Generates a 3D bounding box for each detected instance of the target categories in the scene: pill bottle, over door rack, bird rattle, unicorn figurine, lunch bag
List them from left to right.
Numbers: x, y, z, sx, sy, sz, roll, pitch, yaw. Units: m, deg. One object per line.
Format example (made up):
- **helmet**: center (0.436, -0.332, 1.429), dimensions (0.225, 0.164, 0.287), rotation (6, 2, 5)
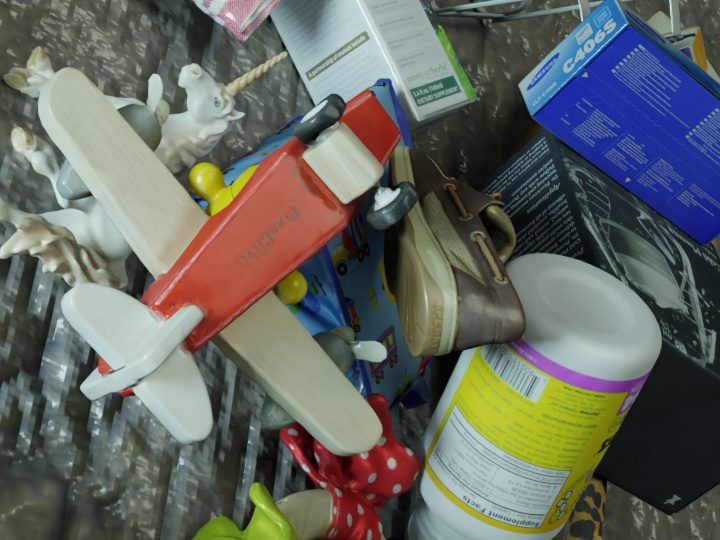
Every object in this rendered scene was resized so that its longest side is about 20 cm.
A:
- **unicorn figurine**: center (-0.145, -0.071, 0.840), dimensions (0.137, 0.074, 0.201), rotation (31, 65, -31)
- **bird rattle**: center (-0.029, 0.174, 0.822), dimensions (0.200, 0.112, 0.164), rotation (-29, 102, -63)
- **lunch bag**: center (0.000, 0.000, 0.935), dimensions (0.201, 0.094, 0.151), rotation (62, 34, -12)
- **pill bottle**: center (0.097, 0.097, 0.871), dimensions (0.104, 0.201, 0.105), rotation (17, 31, -10)
- **over door rack**: center (0.132, -0.219, 1.110), dimensions (0.147, 0.199, 0.067), rotation (-10, 109, -47)

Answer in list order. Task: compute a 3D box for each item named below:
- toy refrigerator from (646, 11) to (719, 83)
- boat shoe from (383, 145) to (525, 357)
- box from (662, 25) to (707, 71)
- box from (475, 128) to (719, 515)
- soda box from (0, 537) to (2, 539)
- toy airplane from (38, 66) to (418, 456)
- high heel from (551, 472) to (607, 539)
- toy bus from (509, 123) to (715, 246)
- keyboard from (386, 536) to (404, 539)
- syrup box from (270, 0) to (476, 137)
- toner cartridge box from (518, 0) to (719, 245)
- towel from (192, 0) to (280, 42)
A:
- **toy refrigerator**: center (0.282, -0.140, 1.254), dimensions (0.070, 0.076, 0.201), rotation (36, 23, -27)
- **boat shoe**: center (0.054, -0.014, 0.826), dimensions (0.071, 0.073, 0.200), rotation (0, 25, -6)
- **box**: center (0.209, -0.153, 1.130), dimensions (0.200, 0.118, 0.042), rotation (-47, 123, -68)
- **box**: center (0.179, 0.036, 1.027), dimensions (0.199, 0.124, 0.197), rotation (31, 33, -31)
- **soda box**: center (-0.195, 0.153, 0.650), dimensions (0.201, 0.070, 0.063), rotation (57, 40, -5)
- **toy airplane**: center (-0.076, -0.001, 0.767), dimensions (0.198, 0.141, 0.202), rotation (2, 89, -22)
- **high heel**: center (0.167, 0.211, 0.989), dimensions (0.142, 0.071, 0.201), rotation (-17, 72, -43)
- **toy bus**: center (0.213, -0.063, 1.200), dimensions (0.200, 0.065, 0.079), rotation (37, 46, -26)
- **keyboard**: center (0.044, 0.269, 0.873), dimensions (0.103, 0.040, 0.201), rotation (17, 54, -11)
- **syrup box**: center (-0.007, -0.188, 1.030), dimensions (0.079, 0.081, 0.201), rotation (-24, 88, -49)
- **toner cartridge box**: center (0.217, -0.104, 1.032), dimensions (0.199, 0.095, 0.043), rotation (32, 27, -31)
- **towel**: center (-0.111, -0.265, 0.944), dimensions (0.200, 0.030, 0.147), rotation (39, 72, -7)
